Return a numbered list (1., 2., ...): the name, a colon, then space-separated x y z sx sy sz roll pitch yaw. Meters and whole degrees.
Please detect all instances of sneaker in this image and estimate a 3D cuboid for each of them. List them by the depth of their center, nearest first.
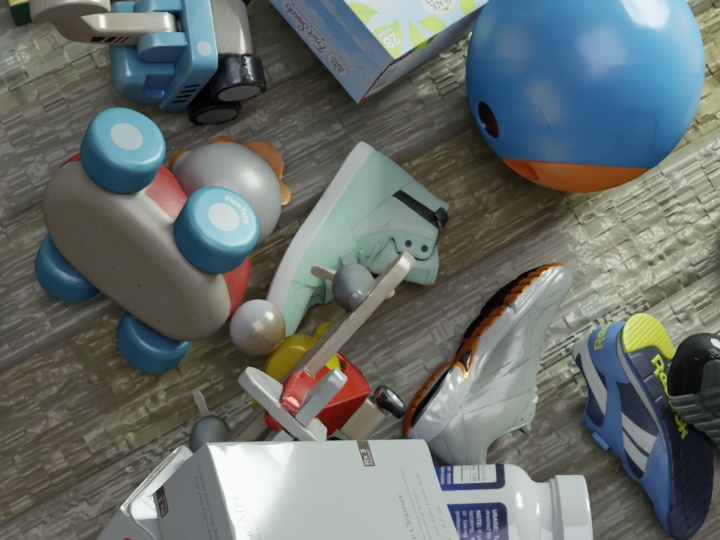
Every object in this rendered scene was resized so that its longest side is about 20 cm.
1. sneaker: 0.000 0.000 1.082 0.117 0.074 0.202 30 73 5
2. sneaker: 0.308 0.077 1.084 0.074 0.200 0.117 -10 52 28
3. sneaker: 0.125 0.086 1.096 0.092 0.076 0.201 41 83 -7
4. sneaker: 0.242 0.134 1.103 0.074 0.082 0.203 -27 100 -44

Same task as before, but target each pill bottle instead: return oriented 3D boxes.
1. pill bottle: 0.080 0.212 1.013 0.197 0.116 0.118 -3 79 6

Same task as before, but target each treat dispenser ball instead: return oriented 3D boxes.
1. treat dispenser ball: 0.187 -0.168 1.083 0.197 0.201 0.204 2 78 -8

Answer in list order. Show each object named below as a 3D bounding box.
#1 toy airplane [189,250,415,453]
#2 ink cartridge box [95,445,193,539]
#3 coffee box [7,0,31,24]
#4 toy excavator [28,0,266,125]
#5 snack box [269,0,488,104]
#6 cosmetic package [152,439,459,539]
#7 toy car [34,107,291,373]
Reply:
1. toy airplane: -0.054 0.081 0.979 0.199 0.200 0.141 -33 72 -33
2. ink cartridge box: -0.138 0.247 0.946 0.145 0.200 0.083 41 39 2
3. coffee box: -0.272 -0.326 1.123 0.121 0.044 0.203 -15 81 -12
4. toy excavator: -0.174 -0.185 1.024 0.197 0.194 0.102 -6 80 -25
5. snack box: 0.013 -0.255 1.099 0.169 0.068 0.200 50 46 3
6. cosmetic package: -0.031 0.181 0.871 0.198 0.081 0.114 5 54 -43
7. toy car: -0.139 -0.057 1.052 0.176 0.185 0.200 39 46 2
